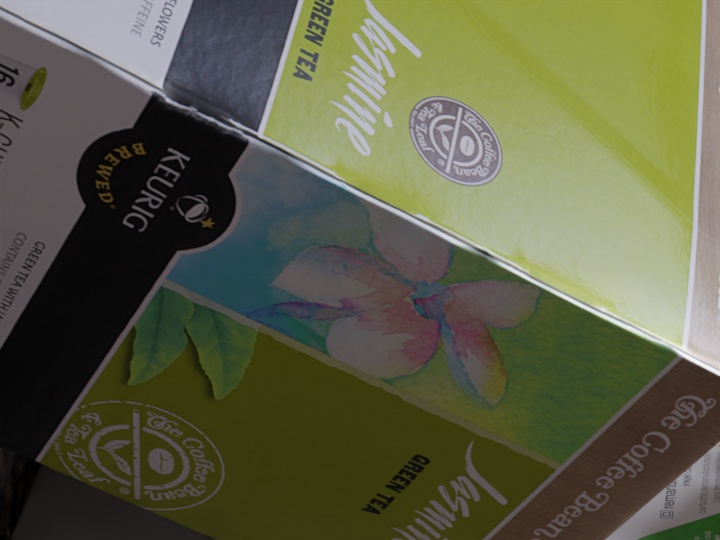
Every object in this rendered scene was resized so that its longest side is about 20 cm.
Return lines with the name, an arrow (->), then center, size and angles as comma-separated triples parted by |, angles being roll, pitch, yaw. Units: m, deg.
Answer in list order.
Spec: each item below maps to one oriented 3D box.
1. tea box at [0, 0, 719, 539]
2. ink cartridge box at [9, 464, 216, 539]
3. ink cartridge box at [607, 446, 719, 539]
tea box -> -0.008, -0.047, 0.475 | 0.134, 0.196, 0.201 | -52, -162, 43
ink cartridge box -> -0.013, 0.090, 0.605 | 0.201, 0.144, 0.146 | -74, 158, -48
ink cartridge box -> 0.087, 0.155, 0.887 | 0.147, 0.198, 0.084 | -61, 143, -65
